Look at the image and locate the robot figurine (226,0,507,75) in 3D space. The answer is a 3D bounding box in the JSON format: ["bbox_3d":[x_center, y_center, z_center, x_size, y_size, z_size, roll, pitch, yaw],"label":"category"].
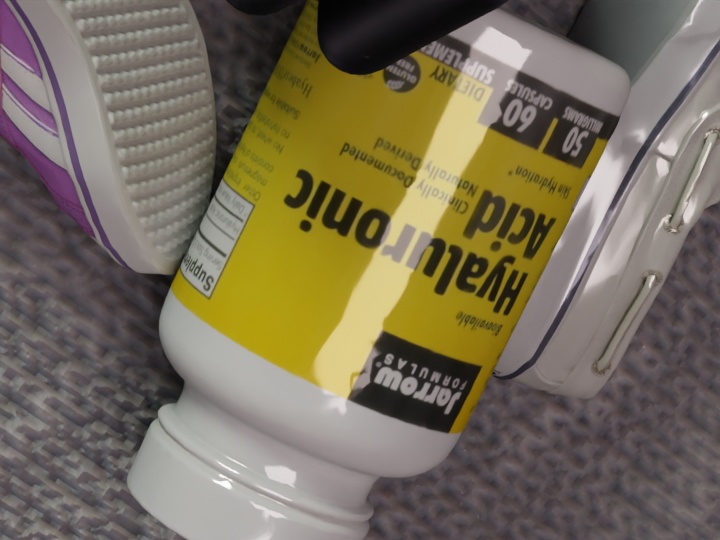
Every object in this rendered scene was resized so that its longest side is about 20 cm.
[{"bbox_3d":[0.005,-0.161,0.733,0.125,0.200,0.150,-2,150,5],"label":"robot figurine"}]

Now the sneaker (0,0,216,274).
[{"bbox_3d":[-0.122,-0.080,0.803,0.073,0.114,0.200,-64,146,-39],"label":"sneaker"}]

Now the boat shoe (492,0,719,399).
[{"bbox_3d":[0.104,-0.045,0.868,0.066,0.072,0.200,23,97,-25],"label":"boat shoe"}]

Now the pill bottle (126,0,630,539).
[{"bbox_3d":[0.000,0.000,0.827,0.111,0.111,0.200,23,98,-20],"label":"pill bottle"}]
